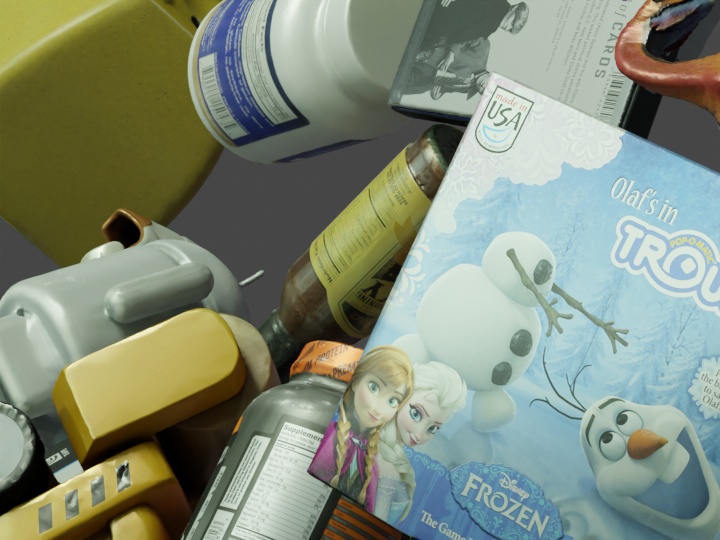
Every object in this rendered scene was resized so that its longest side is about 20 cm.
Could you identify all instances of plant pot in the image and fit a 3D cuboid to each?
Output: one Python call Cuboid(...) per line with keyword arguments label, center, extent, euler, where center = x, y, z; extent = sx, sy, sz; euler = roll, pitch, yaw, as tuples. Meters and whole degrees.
Cuboid(label="plant pot", center=(-0.187, -0.145, 1.997), extent=(0.200, 0.195, 0.195), euler=(-36, 28, 23))

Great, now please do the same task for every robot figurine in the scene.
Cuboid(label="robot figurine", center=(-0.150, 0.046, 1.675), extent=(0.199, 0.113, 0.170), euler=(-18, -15, -36))

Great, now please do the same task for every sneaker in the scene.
Cuboid(label="sneaker", center=(-0.163, 0.038, 1.820), extent=(0.073, 0.085, 0.200), euler=(-41, 28, 30))

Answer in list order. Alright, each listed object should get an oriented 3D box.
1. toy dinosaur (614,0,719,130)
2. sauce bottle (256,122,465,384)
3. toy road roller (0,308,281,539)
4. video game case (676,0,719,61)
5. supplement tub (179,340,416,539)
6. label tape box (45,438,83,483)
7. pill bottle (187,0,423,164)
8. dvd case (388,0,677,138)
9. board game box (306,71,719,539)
Cuboid(label="toy dinosaur", center=(0.188, -0.092, 1.169), extent=(0.181, 0.200, 0.105), euler=(16, 81, 21))
Cuboid(label="sauce bottle", center=(0.000, 0.000, 1.558), extent=(0.200, 0.065, 0.065), euler=(-45, 24, 29))
Cuboid(label="toy road roller", center=(-0.116, 0.129, 1.402), extent=(0.199, 0.123, 0.146), euler=(-27, 59, -6))
Cuboid(label="video game case", center=(0.169, -0.204, 1.510), extent=(0.182, 0.045, 0.200), euler=(-60, 22, -5))
Cuboid(label="supplement tub", center=(-0.028, 0.144, 1.339), extent=(0.122, 0.122, 0.201), euler=(-9, 50, 61))
Cuboid(label="label tape box", center=(-0.185, 0.165, 1.541), extent=(0.199, 0.064, 0.144), euler=(-30, 20, -10))
Cuboid(label="pill bottle", center=(-0.018, -0.138, 1.708), extent=(0.200, 0.119, 0.120), euler=(-11, 50, 60))
Cuboid(label="dvd case", center=(0.103, -0.145, 1.432), extent=(0.200, 0.025, 0.151), euler=(14, 83, 53))
Cuboid(label="board game box", center=(0.099, 0.043, 1.141), extent=(0.200, 0.043, 0.200), euler=(27, 93, 33))
